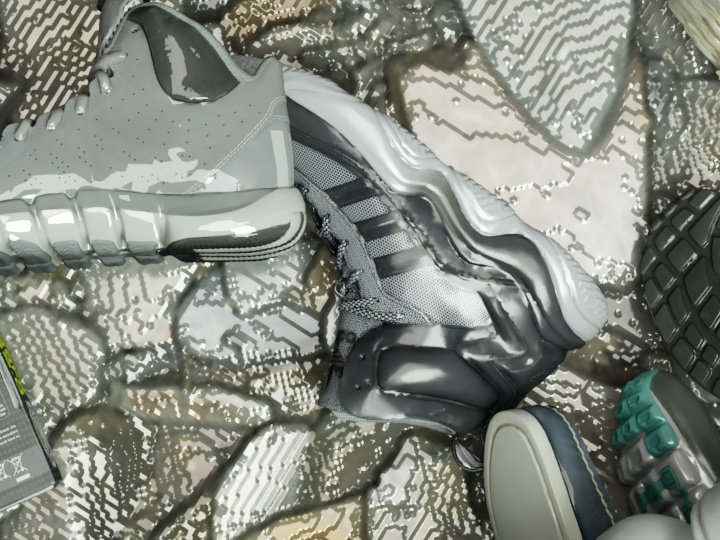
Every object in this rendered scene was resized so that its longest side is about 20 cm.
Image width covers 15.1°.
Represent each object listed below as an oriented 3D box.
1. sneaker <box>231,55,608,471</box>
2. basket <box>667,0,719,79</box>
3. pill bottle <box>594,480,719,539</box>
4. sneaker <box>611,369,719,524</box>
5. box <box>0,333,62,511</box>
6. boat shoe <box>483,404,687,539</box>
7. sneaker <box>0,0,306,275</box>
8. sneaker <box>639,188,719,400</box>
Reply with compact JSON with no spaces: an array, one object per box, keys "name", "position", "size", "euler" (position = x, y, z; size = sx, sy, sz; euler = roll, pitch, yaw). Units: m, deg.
[{"name":"sneaker","position":[0.000,0.000,1.160],"size":[0.200,0.075,0.114],"euler":[35,84,-3]},{"name":"basket","position":[0.236,-0.086,1.146],"size":[0.123,0.136,0.200],"euler":[-39,89,-1]},{"name":"pill bottle","position":[0.106,0.166,1.061],"size":[0.111,0.111,0.200],"euler":[46,112,0]},{"name":"sneaker","position":[0.188,0.118,1.175],"size":[0.091,0.078,0.200],"euler":[-37,93,-20]},{"name":"box","position":[-0.249,0.059,1.164],"size":[0.199,0.044,0.161],"euler":[-24,88,-4]},{"name":"boat shoe","position":[0.111,0.144,1.156],"size":[0.062,0.075,0.201],"euler":[-24,97,-19]},{"name":"sneaker","position":[-0.123,-0.060,1.123],"size":[0.199,0.075,0.116],"euler":[-2,83,-4]},{"name":"sneaker","position":[0.204,0.046,1.176],"size":[0.200,0.087,0.076],"euler":[44,101,24]}]
